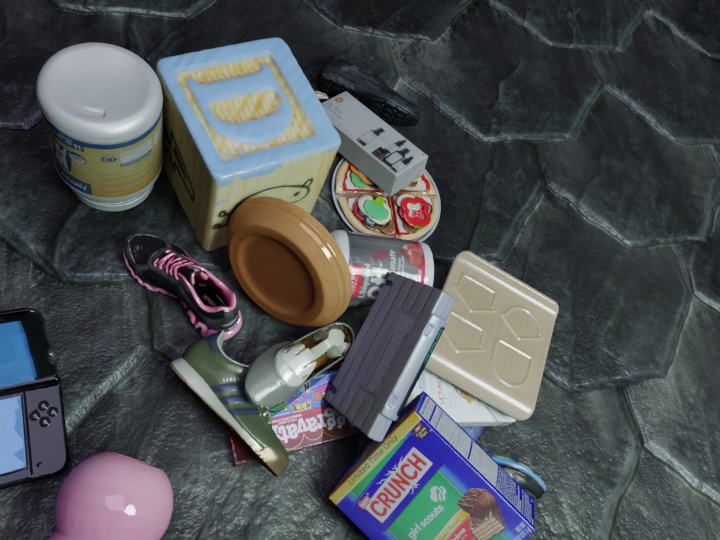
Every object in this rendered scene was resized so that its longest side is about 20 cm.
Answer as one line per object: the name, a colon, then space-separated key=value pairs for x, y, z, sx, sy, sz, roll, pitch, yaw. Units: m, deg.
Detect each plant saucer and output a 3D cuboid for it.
plant saucer: x=-0.104 y=-0.001 z=0.786 sx=0.200 sy=0.201 sz=0.037 roll=40 pitch=47 yaw=2

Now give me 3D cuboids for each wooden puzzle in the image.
wooden puzzle: x=0.189 y=0.095 z=0.875 sx=0.184 sy=0.046 sz=0.201 roll=29 pitch=60 yaw=-3

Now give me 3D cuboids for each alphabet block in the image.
alphabet block: x=-0.171 y=-0.178 z=0.848 sx=0.194 sy=0.200 sz=0.198 roll=-21 pitch=74 yaw=-25

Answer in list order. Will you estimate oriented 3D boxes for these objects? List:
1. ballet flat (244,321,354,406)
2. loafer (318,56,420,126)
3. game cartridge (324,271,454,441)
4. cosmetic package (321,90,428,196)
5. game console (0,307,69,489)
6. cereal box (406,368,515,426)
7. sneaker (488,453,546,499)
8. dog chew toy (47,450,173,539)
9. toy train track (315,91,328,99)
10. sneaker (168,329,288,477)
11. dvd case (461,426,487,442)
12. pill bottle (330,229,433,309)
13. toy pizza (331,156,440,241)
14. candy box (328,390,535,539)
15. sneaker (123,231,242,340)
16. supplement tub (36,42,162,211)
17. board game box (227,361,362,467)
ballet flat: x=-0.073 y=0.113 z=0.779 sx=0.068 sy=0.064 sz=0.199 roll=57 pitch=33 yaw=5
loafer: x=0.022 y=-0.325 z=1.057 sx=0.199 sy=0.068 sz=0.071 roll=25 pitch=69 yaw=-3
game cartridge: x=0.037 y=0.107 z=0.769 sx=0.038 sy=0.129 sz=0.202 roll=31 pitch=85 yaw=-35
cosmetic package: x=0.012 y=-0.218 z=0.989 sx=0.200 sy=0.051 sz=0.082 roll=42 pitch=56 yaw=20
game console: x=-0.442 y=0.155 z=0.646 sx=0.198 sy=0.119 sz=0.174 roll=-9 pitch=69 yaw=-22
cereal box: x=0.124 y=0.154 z=0.866 sx=0.197 sy=0.040 sz=0.146 roll=3 pitch=64 yaw=-18
sneaker: x=0.163 y=0.297 z=0.825 sx=0.197 sy=0.071 sz=0.084 roll=11 pitch=75 yaw=-12
dog chew toy: x=-0.286 y=0.305 z=0.634 sx=0.123 sy=0.125 sz=0.202 roll=22 pitch=68 yaw=-8
toy train track: x=-0.101 y=-0.287 z=0.956 sx=0.113 sy=0.033 sz=0.201 roll=-2 pitch=33 yaw=-14
sneaker: x=-0.146 y=0.160 z=0.753 sx=0.200 sy=0.067 sz=0.090 roll=43 pitch=66 yaw=8
dvd case: x=0.130 y=0.153 z=0.903 sx=0.200 sy=0.018 sz=0.143 roll=43 pitch=61 yaw=3
pill bottle: x=0.000 y=0.000 z=0.875 sx=0.197 sy=0.111 sz=0.112 roll=7 pitch=64 yaw=-16
toy pizza: x=0.049 y=-0.132 z=0.999 sx=0.198 sy=0.032 sz=0.203 roll=8 pitch=64 yaw=-16
candy box: x=0.090 y=0.287 z=0.743 sx=0.200 sy=0.169 sz=0.077 roll=43 pitch=16 yaw=6
sneaker: x=-0.239 y=0.007 z=0.800 sx=0.199 sy=0.096 sz=0.079 roll=38 pitch=61 yaw=2
supplement tub: x=-0.340 y=-0.183 z=0.790 sx=0.143 sy=0.200 sz=0.146 roll=8 pitch=63 yaw=-15
board game box: x=-0.085 y=0.192 z=0.810 sx=0.198 sy=0.019 sz=0.104 roll=-9 pitch=70 yaw=-22
